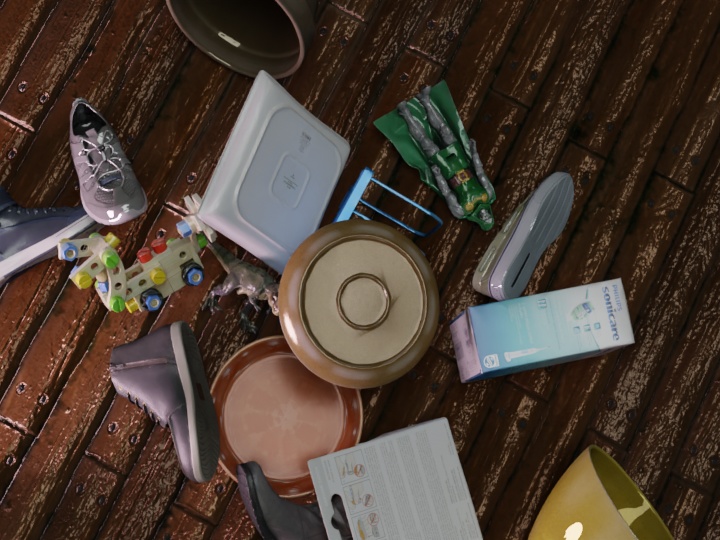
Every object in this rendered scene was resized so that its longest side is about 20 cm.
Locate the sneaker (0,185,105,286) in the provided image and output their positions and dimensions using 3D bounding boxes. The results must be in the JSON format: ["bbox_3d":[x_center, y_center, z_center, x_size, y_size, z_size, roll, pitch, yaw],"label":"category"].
[{"bbox_3d":[-0.417,-0.081,1.701,0.200,0.077,0.148,-28,87,-8],"label":"sneaker"}]

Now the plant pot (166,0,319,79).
[{"bbox_3d":[-0.123,-0.375,1.739,0.198,0.200,0.175,29,62,0],"label":"plant pot"}]

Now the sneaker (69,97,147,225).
[{"bbox_3d":[-0.322,-0.133,1.670,0.074,0.083,0.201,-24,49,-15],"label":"sneaker"}]

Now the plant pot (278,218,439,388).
[{"bbox_3d":[0.001,0.038,1.615,0.197,0.027,0.203,1,83,-11],"label":"plant pot"}]

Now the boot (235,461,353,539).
[{"bbox_3d":[-0.064,0.295,1.664,0.130,0.070,0.202,-27,112,-11],"label":"boot"}]

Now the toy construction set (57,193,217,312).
[{"bbox_3d":[-0.260,-0.020,1.678,0.198,0.092,0.132,-24,121,-2],"label":"toy construction set"}]

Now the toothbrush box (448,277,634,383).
[{"bbox_3d":[0.223,0.077,1.704,0.197,0.146,0.087,-10,82,-7],"label":"toothbrush box"}]

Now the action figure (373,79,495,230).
[{"bbox_3d":[0.118,-0.140,1.780,0.117,0.055,0.201,-32,89,-13],"label":"action figure"}]

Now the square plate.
[{"bbox_3d":[-0.097,-0.113,1.696,0.028,0.200,0.200,13,75,40],"label":"square plate"}]

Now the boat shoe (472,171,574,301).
[{"bbox_3d":[0.209,-0.050,1.766,0.062,0.072,0.201,14,60,41],"label":"boat shoe"}]

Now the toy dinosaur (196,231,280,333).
[{"bbox_3d":[-0.153,0.023,1.710,0.199,0.047,0.089,34,114,36],"label":"toy dinosaur"}]

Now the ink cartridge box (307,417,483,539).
[{"bbox_3d":[0.039,0.284,1.677,0.197,0.057,0.165,-14,83,-20],"label":"ink cartridge box"}]

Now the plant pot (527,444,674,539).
[{"bbox_3d":[0.286,0.337,1.660,0.142,0.200,0.201,-39,86,15],"label":"plant pot"}]

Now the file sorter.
[{"bbox_3d":[0.000,0.000,1.700,0.122,0.139,0.202,30,79,-3],"label":"file sorter"}]

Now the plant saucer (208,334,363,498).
[{"bbox_3d":[-0.095,0.183,1.712,0.197,0.032,0.204,1,81,-5],"label":"plant saucer"}]

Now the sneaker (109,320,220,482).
[{"bbox_3d":[-0.239,0.172,1.668,0.105,0.075,0.203,-19,68,13],"label":"sneaker"}]
